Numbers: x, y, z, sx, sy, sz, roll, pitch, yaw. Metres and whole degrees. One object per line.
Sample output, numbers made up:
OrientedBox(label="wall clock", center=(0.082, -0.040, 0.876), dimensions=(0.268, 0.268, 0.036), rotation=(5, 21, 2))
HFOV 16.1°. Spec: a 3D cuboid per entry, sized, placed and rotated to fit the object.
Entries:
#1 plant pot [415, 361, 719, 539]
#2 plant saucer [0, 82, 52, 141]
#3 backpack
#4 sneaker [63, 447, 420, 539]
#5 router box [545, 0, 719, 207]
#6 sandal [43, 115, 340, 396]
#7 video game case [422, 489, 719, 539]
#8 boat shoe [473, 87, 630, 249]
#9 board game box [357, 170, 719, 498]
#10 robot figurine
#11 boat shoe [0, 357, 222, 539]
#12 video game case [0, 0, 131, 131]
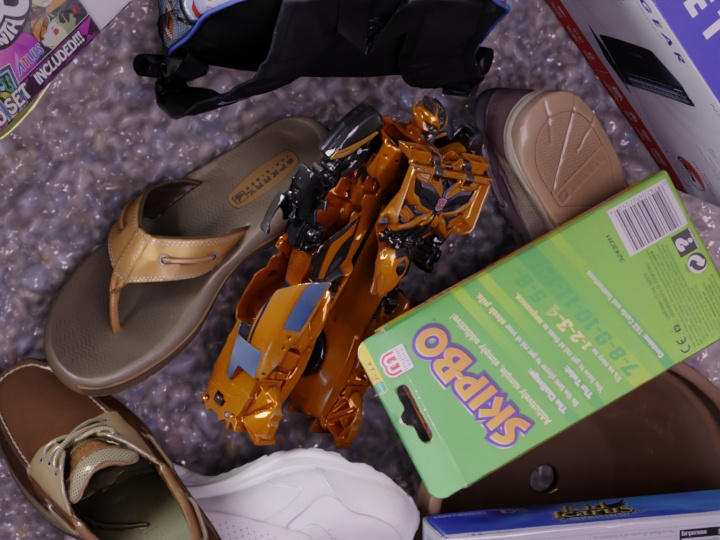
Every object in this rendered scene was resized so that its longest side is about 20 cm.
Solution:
OrientedBox(label="plant pot", center=(0.119, 0.130, 1.450), dimensions=(0.199, 0.093, 0.202), rotation=(-3, 102, -15))
OrientedBox(label="plant saucer", center=(-0.246, -0.147, 1.314), dimensions=(0.199, 0.031, 0.202), rotation=(-4, 103, -17))
OrientedBox(label="backpack", center=(-0.006, -0.163, 1.299), dimensions=(0.198, 0.190, 0.155), rotation=(-5, 91, -16))
OrientedBox(label="sneaker", center=(-0.067, 0.155, 1.370), dimensions=(0.198, 0.100, 0.078), rotation=(-4, 139, 6))
OrientedBox(label="router box", center=(0.168, -0.121, 1.366), dimensions=(0.049, 0.179, 0.200), rotation=(-39, 109, -6))
OrientedBox(label="sandal", center=(-0.094, -0.019, 1.357), dimensions=(0.200, 0.080, 0.054), rotation=(-41, 148, -10))
OrientedBox(label="video game case", center=(0.131, 0.218, 1.400), dimensions=(0.198, 0.045, 0.183), rotation=(-3, 101, -16))
OrientedBox(label="boat shoe", center=(0.120, -0.027, 1.433), dimensions=(0.072, 0.065, 0.200), rotation=(-42, 129, -13))
OrientedBox(label="board game box", center=(0.100, 0.035, 1.367), dimensions=(0.199, 0.030, 0.096), rotation=(-29, 93, -15))
OrientedBox(label="robot figurine", center=(0.000, 0.000, 1.369), dimensions=(0.145, 0.058, 0.201), rotation=(6, 119, -52))
OrientedBox(label="boat shoe", center=(-0.128, 0.109, 1.321), dimensions=(0.076, 0.200, 0.074), rotation=(-38, 147, -14))
OrientedBox(label="video game case", center=(-0.230, -0.141, 1.243), dimensions=(0.200, 0.036, 0.182), rotation=(-48, 114, -29))
